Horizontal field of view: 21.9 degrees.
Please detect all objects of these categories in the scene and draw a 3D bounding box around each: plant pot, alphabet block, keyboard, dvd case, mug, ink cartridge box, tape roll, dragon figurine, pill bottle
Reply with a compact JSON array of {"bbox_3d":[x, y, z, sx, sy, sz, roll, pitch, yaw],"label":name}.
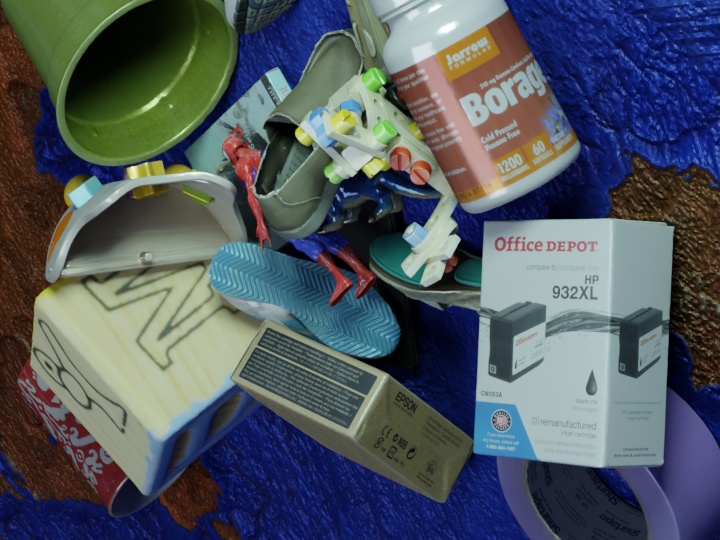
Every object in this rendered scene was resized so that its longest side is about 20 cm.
[{"bbox_3d":[-0.251,-0.237,1.803,0.190,0.200,0.200,47,145,32],"label":"plant pot"},{"bbox_3d":[-0.208,0.081,1.949,0.200,0.196,0.195,47,154,10],"label":"alphabet block"},{"bbox_3d":[0.000,0.000,1.826,0.127,0.021,0.200,18,129,38],"label":"keyboard"},{"bbox_3d":[-0.095,-0.096,1.838,0.200,0.022,0.146,-33,85,54],"label":"dvd case"},{"bbox_3d":[-0.314,0.190,2.239,0.200,0.133,0.178,45,141,18],"label":"mug"},{"bbox_3d":[0.175,0.058,1.545,0.145,0.084,0.200,1,88,47],"label":"ink cartridge box"},{"bbox_3d":[0.225,0.188,1.668,0.200,0.085,0.200,30,137,31],"label":"tape roll"},{"bbox_3d":[-0.005,0.138,1.815,0.165,0.075,0.200,23,170,36],"label":"ink cartridge box"},{"bbox_3d":[-0.002,-0.094,1.691,0.200,0.059,0.100,-11,98,35],"label":"dragon figurine"},{"bbox_3d":[0.088,-0.157,1.523,0.112,0.112,0.200,-18,104,53],"label":"pill bottle"}]

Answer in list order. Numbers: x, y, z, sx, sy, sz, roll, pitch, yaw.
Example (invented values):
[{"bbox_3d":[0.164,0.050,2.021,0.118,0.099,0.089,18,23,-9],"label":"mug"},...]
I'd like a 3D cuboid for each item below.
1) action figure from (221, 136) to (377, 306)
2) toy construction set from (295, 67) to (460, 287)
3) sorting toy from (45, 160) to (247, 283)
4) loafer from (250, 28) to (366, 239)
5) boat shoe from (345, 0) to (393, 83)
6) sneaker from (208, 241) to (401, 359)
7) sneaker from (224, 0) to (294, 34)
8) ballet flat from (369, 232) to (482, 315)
[{"bbox_3d":[-0.068,-0.051,1.756,0.200,0.065,0.052,53,130,17],"label":"action figure"},{"bbox_3d":[0.033,-0.088,1.579,0.092,0.131,0.200,-26,121,23],"label":"toy construction set"},{"bbox_3d":[-0.200,-0.062,1.796,0.180,0.200,0.107,153,108,-71],"label":"sorting toy"},{"bbox_3d":[-0.040,-0.128,1.638,0.075,0.200,0.070,6,161,37],"label":"loafer"},{"bbox_3d":[0.006,-0.249,1.579,0.063,0.073,0.201,5,129,41],"label":"boat shoe"},{"bbox_3d":[-0.048,0.030,1.832,0.200,0.077,0.081,25,172,16],"label":"sneaker"},{"bbox_3d":[-0.094,-0.304,1.662,0.087,0.074,0.200,43,137,35],"label":"sneaker"},{"bbox_3d":[0.090,0.016,1.698,0.200,0.067,0.062,15,139,39],"label":"ballet flat"}]
